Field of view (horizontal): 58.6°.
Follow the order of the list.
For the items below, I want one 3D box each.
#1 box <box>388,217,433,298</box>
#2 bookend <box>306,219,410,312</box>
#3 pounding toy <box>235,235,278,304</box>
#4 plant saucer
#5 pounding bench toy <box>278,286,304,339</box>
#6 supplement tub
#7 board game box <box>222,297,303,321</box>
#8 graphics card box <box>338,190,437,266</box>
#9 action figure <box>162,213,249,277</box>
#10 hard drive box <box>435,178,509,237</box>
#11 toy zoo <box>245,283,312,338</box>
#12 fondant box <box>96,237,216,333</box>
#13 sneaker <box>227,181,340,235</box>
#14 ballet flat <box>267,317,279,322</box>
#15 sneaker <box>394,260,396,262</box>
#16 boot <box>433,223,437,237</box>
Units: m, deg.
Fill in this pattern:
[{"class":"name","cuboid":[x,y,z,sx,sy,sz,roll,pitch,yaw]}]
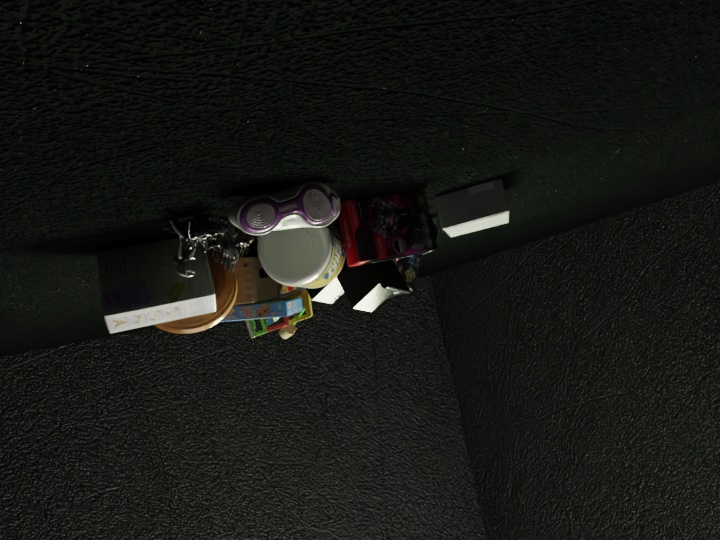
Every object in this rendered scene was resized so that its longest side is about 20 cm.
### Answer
[{"class":"box","cuboid":[0.085,-0.030,1.610,0.049,0.204,0.197,28,154,-22]},{"class":"bookend","cuboid":[-0.026,0.020,1.384,0.198,0.203,0.091,-43,150,23]},{"class":"pounding toy","cuboid":[-0.287,0.003,1.474,0.179,0.147,0.200,-6,180,14]},{"class":"plant saucer","cuboid":[-0.339,0.027,1.252,0.195,0.203,0.038,-11,145,-18]},{"class":"pounding bench toy","cuboid":[-0.176,0.058,1.685,0.154,0.205,0.123,-23,-178,-36]},{"class":"supplement tub","cuboid":[-0.107,-0.041,1.252,0.141,0.149,0.200,-13,175,9]},{"class":"board game box","cuboid":[-0.247,0.092,1.499,0.194,0.038,0.151,-6,-179,8]},{"class":"graphics card box","cuboid":[0.055,-0.085,1.293,0.196,0.129,0.051,-9,173,-31]},{"class":"action figure","cuboid":[-0.263,-0.042,1.113,0.115,0.105,0.200,-2,179,14]},{"class":"hard drive box","cuboid":[0.266,-0.141,1.499,0.152,0.079,0.200,-14,175,12]},{"class":"toy zoo","cuboid":[-0.200,0.072,1.578,0.195,0.135,0.020,-19,-179,10]},{"class":"fondant box","cuboid":[-0.378,0.021,1.191,0.195,0.147,0.059,-12,146,-17]},{"class":"sneaker","cuboid":[-0.125,-0.106,1.053,0.196,0.077,0.099,-9,-168,-32]},{"class":"ballet flat","cuboid":[-0.286,0.064,1.639,0.071,0.201,0.072,-35,161,-14]},{"class":"sneaker","cuboid":[0.000,0.000,1.461,0.197,0.080,0.096,-28,-158,13]},{"class":"boot","cuboid":[0.119,-0.035,1.738,0.202,0.069,0.174,-56,-175,-28]}]
